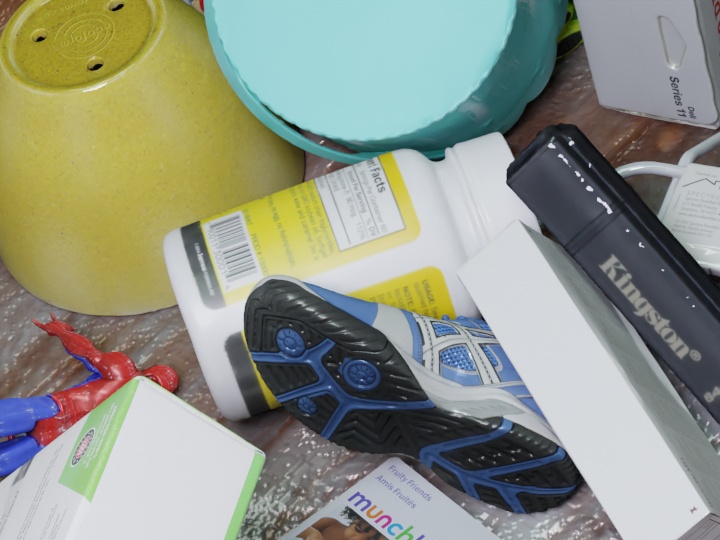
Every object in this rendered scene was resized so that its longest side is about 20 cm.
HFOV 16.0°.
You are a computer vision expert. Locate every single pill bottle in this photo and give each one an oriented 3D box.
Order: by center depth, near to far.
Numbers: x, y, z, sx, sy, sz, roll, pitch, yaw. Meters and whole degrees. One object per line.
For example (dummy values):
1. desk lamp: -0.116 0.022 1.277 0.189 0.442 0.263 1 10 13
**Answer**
1. pill bottle: 0.000 0.000 1.433 0.200 0.114 0.114 -19 48 0

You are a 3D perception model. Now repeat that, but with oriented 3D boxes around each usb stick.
1. usb stick: 0.155 0.007 1.357 0.200 0.055 0.033 49 40 2

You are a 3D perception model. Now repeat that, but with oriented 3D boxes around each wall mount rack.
1. wall mount rack: 0.232 -0.028 1.420 0.200 0.075 0.174 11 58 25

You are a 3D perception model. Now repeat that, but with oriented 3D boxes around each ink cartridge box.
1. ink cartridge box: -0.148 0.163 1.284 0.200 0.084 0.146 -37 26 48
2. ink cartridge box: 0.201 -0.206 1.529 0.083 0.147 0.200 11 53 26

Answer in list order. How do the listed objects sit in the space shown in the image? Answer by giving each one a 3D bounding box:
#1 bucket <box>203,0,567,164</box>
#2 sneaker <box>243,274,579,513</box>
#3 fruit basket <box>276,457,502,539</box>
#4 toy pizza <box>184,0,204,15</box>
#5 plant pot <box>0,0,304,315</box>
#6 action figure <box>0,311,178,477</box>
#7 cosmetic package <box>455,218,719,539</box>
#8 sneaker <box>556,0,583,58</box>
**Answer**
1. bucket: 0.013 -0.160 1.476 0.207 0.135 0.207 0 92 12
2. sneaker: 0.027 0.057 1.369 0.200 0.076 0.077 30 40 -12
3. fruit basket: 0.002 0.189 1.286 0.200 0.094 0.185 -37 50 -20
4. toy pizza: -0.064 -0.231 1.621 0.200 0.032 0.200 -11 76 49
5. plant pot: -0.147 -0.094 1.538 0.200 0.142 0.200 -9 48 10
6. action figure: -0.199 0.082 1.440 0.200 0.065 0.099 -17 24 -34
7. cosmetic package: 0.129 0.070 1.329 0.051 0.083 0.200 -40 56 14
8. sneaker: 0.059 -0.164 1.582 0.200 0.074 0.084 -14 52 5
